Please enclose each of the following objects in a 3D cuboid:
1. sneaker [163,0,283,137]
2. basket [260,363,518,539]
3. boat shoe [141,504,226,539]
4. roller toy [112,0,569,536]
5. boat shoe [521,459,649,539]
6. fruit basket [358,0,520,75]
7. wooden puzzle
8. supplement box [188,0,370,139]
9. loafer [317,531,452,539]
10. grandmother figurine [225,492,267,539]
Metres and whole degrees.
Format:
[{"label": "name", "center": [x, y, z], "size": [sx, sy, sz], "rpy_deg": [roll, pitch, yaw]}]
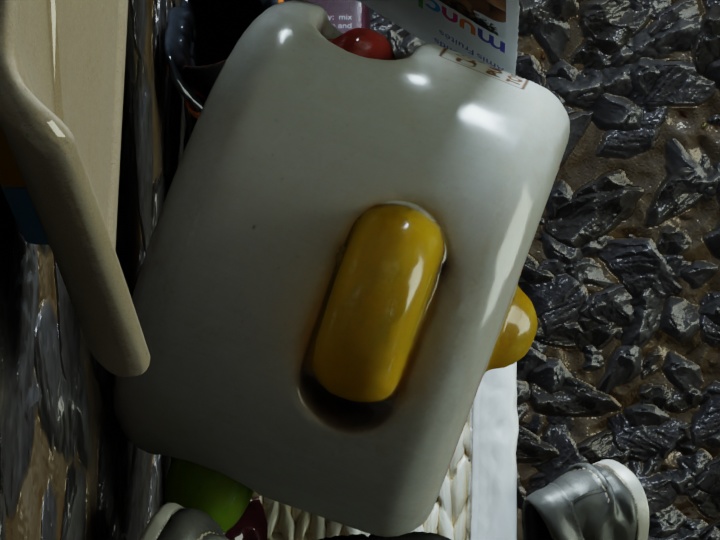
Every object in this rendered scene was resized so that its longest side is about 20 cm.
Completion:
[{"label": "sneaker", "center": [-0.046, -0.046, 1.235], "size": [0.112, 0.077, 0.200], "rpy_deg": [71, -4, -61]}, {"label": "basket", "center": [0.005, 0.128, 1.465], "size": [0.198, 0.161, 0.200], "rpy_deg": [83, 6, -71]}, {"label": "boat shoe", "center": [-0.049, 0.154, 1.057], "size": [0.200, 0.057, 0.067], "rpy_deg": [87, 24, -53]}, {"label": "roller toy", "center": [0.000, 0.000, 1.060], "size": [0.200, 0.140, 0.183], "rpy_deg": [105, 6, -55]}, {"label": "boat shoe", "center": [0.100, 0.186, 1.405], "size": [0.067, 0.057, 0.200], "rpy_deg": [35, -50, 49]}, {"label": "fruit basket", "center": [-0.021, -0.150, 1.044], "size": [0.094, 0.185, 0.200], "rpy_deg": [-51, 165, -23]}, {"label": "wooden puzzle", "center": [-0.089, -0.090, 0.795], "size": [0.185, 0.037, 0.200], "rpy_deg": [83, 3, -68]}, {"label": "supplement box", "center": [-0.037, -0.025, 1.365], "size": [0.110, 0.086, 0.200], "rpy_deg": [84, 5, -62]}, {"label": "loafer", "center": [0.008, 0.170, 1.142], "size": [0.200, 0.073, 0.071], "rpy_deg": [94, -8, -57]}, {"label": "grandmother figurine", "center": [-0.057, 0.144, 1.234], "size": [0.121, 0.060, 0.200], "rpy_deg": [169, -77, -84]}]
